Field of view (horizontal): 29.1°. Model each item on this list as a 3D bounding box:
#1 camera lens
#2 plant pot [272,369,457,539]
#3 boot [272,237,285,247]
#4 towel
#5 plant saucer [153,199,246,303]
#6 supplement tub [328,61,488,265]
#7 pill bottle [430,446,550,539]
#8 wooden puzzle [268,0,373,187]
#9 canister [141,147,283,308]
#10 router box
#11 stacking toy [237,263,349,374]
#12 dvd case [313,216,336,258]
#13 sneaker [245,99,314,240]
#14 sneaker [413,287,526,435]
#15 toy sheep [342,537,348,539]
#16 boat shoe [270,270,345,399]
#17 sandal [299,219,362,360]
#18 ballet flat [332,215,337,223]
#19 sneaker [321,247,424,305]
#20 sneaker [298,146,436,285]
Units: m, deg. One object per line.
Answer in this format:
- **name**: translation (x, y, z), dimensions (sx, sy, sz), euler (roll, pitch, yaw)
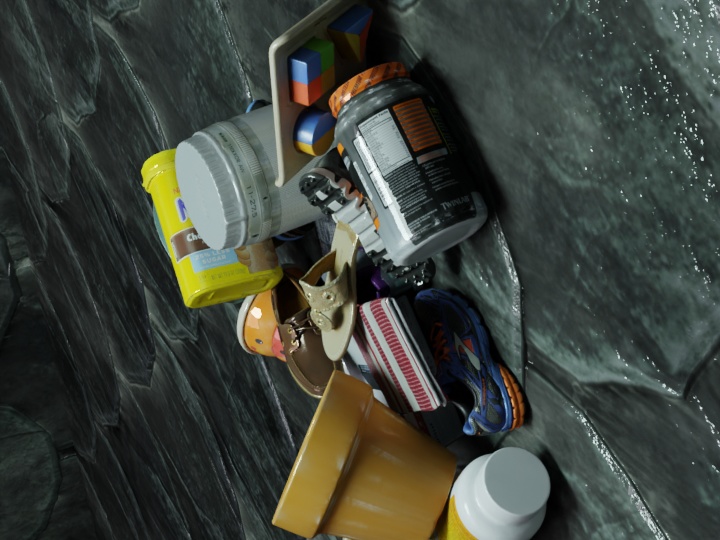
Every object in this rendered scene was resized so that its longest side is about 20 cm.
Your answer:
- **camera lens**: translation (-0.120, -0.127, 1.790), dimensions (0.160, 0.198, 0.162), euler (46, 148, 41)
- **plant pot**: translation (0.012, 0.249, 1.691), dimensions (0.181, 0.202, 0.201), euler (23, 148, 0)
- **boot**: translation (-0.175, -0.146, 2.052), dimensions (0.155, 0.072, 0.202), euler (37, 149, 50)
- **towel**: translation (0.041, 0.102, 1.669), dimensions (0.145, 0.023, 0.200), euler (62, 164, -1)
- **plant saucer**: translation (-0.210, -0.049, 1.978), dimensions (0.036, 0.199, 0.202), euler (-34, 75, 25)
- **supplement tub**: translation (0.049, -0.119, 1.536), dimensions (0.202, 0.121, 0.123), euler (65, 156, 11)
- **pill bottle**: translation (0.156, 0.285, 1.651), dimensions (0.112, 0.110, 0.201), euler (59, 155, 20)
- **wooden puzzle**: translation (-0.035, -0.213, 1.589), dimensions (0.046, 0.185, 0.202), euler (23, 134, 23)
- **canister**: translation (-0.198, -0.063, 1.877), dimensions (0.202, 0.147, 0.087), euler (70, 156, 15)
- **router box**: translation (0.040, 0.130, 1.822), dimensions (0.179, 0.048, 0.202), euler (-2, 114, 65)
- **stacking toy**: translation (-0.066, 0.093, 1.986), dimensions (0.199, 0.146, 0.148), euler (31, 139, 30)
- **dvd case**: translation (0.000, 0.000, 1.864), dimensions (0.199, 0.016, 0.151), euler (23, 130, 57)
- **sneaker**: translation (-0.107, -0.142, 1.934), dimensions (0.082, 0.070, 0.202), euler (-7, 102, 45)
- **sneaker**: translation (0.116, 0.106, 1.631), dimensions (0.201, 0.078, 0.076), euler (57, 153, 24)
- **toy sheep**: translation (0.016, 0.317, 1.956), dimensions (0.200, 0.136, 0.140), euler (38, 142, 58)
- **boat shoe**: translation (-0.079, 0.085, 1.877), dimensions (0.068, 0.071, 0.201), euler (69, 176, -53)
- **sandal**: translation (-0.042, 0.004, 1.681), dimensions (0.077, 0.069, 0.215), euler (35, 116, 53)
- **ballet flat**: translation (0.026, -0.058, 1.705), dimensions (0.199, 0.069, 0.070), euler (22, 129, 59)
- **sneaker**: translation (-0.009, 0.006, 1.759), dimensions (0.199, 0.087, 0.075), euler (-2, 111, 54)
- **sneaker**: translation (0.022, -0.070, 1.613), dimensions (0.200, 0.091, 0.066), euler (41, 142, -16)
